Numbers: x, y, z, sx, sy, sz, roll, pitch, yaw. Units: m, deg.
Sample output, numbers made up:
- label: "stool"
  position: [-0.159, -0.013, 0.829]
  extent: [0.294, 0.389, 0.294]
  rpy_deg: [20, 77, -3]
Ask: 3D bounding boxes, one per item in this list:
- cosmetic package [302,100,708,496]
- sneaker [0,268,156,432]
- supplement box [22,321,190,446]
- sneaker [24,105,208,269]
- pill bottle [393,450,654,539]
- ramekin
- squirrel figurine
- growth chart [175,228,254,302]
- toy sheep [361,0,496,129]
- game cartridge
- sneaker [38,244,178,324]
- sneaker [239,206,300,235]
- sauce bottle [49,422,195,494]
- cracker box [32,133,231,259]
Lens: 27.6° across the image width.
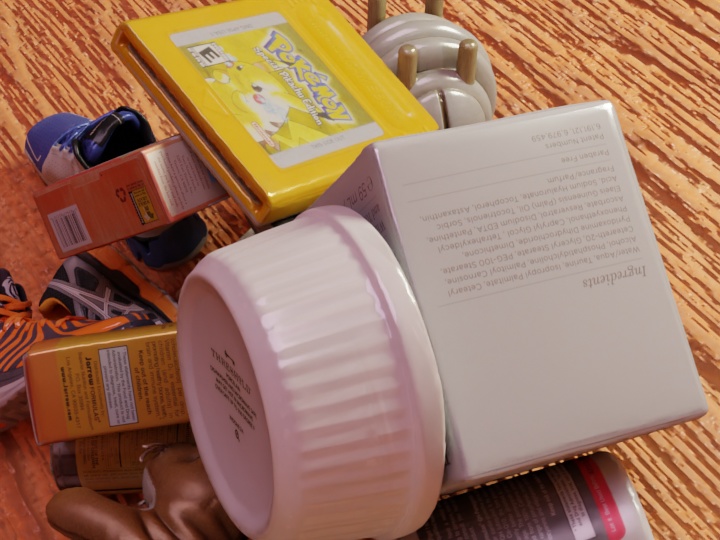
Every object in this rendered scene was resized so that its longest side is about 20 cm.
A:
- label: "cosmetic package"
  position: [0.080, 0.025, 0.907]
  extent: [0.166, 0.167, 0.201]
  rpy_deg: [-12, 79, -21]
- label: "sneaker"
  position: [-0.241, 0.042, 1.074]
  extent: [0.199, 0.078, 0.112]
  rpy_deg: [-21, 69, 20]
- label: "supplement box"
  position: [-0.120, 0.068, 0.983]
  extent: [0.199, 0.069, 0.067]
  rpy_deg: [-10, 5, -6]
- label: "sneaker"
  position: [-0.206, -0.097, 1.208]
  extent: [0.080, 0.115, 0.199]
  rpy_deg: [-38, 53, -21]
- label: "pill bottle"
  position: [0.078, 0.191, 0.903]
  extent: [0.199, 0.111, 0.111]
  rpy_deg: [-17, 49, -2]
- label: "ramekin"
  position: [-0.037, 0.068, 0.852]
  extent: [0.094, 0.203, 0.203]
  rpy_deg: [-13, 46, -22]
- label: "squirrel figurine"
  position: [-0.111, 0.201, 0.931]
  extent: [0.200, 0.142, 0.187]
  rpy_deg: [28, 53, 30]
- label: "growth chart"
  position: [-0.046, -0.006, 1.159]
  extent: [0.144, 0.018, 0.200]
  rpy_deg: [27, 61, 27]
- label: "toy sheep"
  position: [0.048, -0.144, 1.180]
  extent: [0.137, 0.138, 0.200]
  rpy_deg: [-15, 40, -1]
- label: "game cartridge"
  position: [-0.052, -0.127, 1.048]
  extent: [0.200, 0.032, 0.176]
  rpy_deg: [-24, 68, -44]
- label: "sneaker"
  position: [-0.169, 0.048, 1.112]
  extent: [0.077, 0.078, 0.200]
  rpy_deg: [-47, 52, -10]
- label: "sneaker"
  position: [-0.026, -0.050, 1.068]
  extent: [0.106, 0.075, 0.200]
  rpy_deg: [-27, 14, 3]
- label: "sauce bottle"
  position: [-0.115, 0.124, 1.036]
  extent: [0.199, 0.065, 0.065]
  rpy_deg: [-3, 49, 7]
- label: "cracker box"
  position: [-0.122, -0.076, 1.084]
  extent: [0.134, 0.058, 0.200]
  rpy_deg: [-15, 10, 43]
